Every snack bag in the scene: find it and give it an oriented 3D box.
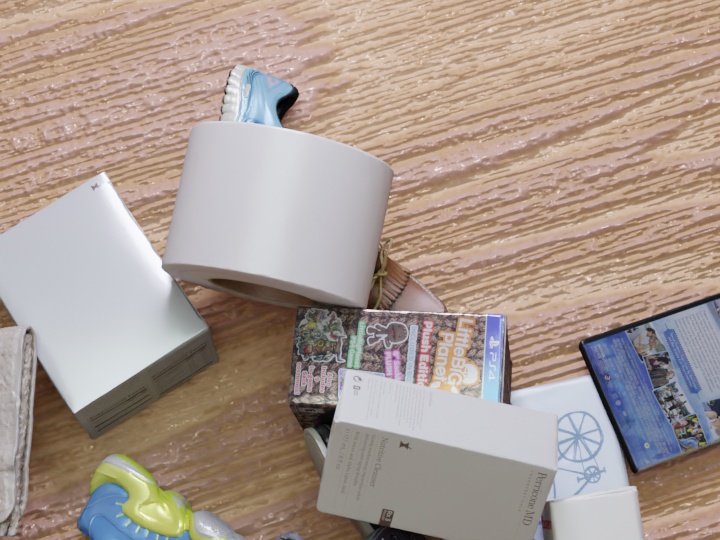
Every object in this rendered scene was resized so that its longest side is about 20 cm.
[{"bbox_3d":[0.165,0.209,1.711,0.199,0.021,0.189,-10,70,1],"label":"snack bag"}]

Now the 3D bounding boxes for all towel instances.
[{"bbox_3d":[-0.374,0.154,1.654,0.132,0.034,0.201,-4,77,23],"label":"towel"}]

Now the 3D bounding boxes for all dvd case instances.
[{"bbox_3d":[0.334,0.105,1.732,0.199,0.018,0.143,-18,71,-12],"label":"dvd case"}]

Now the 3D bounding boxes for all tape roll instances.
[{"bbox_3d":[-0.078,-0.046,1.646,0.202,0.203,0.140,10,82,5],"label":"tape roll"}]

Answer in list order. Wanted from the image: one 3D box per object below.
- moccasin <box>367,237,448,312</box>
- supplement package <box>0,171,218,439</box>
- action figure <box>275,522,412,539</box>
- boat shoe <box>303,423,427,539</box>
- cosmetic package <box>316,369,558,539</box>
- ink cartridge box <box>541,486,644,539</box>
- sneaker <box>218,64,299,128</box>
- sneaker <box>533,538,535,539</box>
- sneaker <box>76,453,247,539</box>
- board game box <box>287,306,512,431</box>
[{"bbox_3d":[0.001,-0.001,1.756,0.201,0.078,0.074,40,75,13],"label":"moccasin"},{"bbox_3d":[-0.262,0.036,1.731,0.155,0.111,0.200,-32,73,-10],"label":"supplement package"},{"bbox_3d":[-0.022,0.291,1.619,0.130,0.200,0.069,52,40,-8],"label":"action figure"},{"bbox_3d":[0.015,0.223,1.655,0.060,0.074,0.200,-33,99,-11],"label":"boat shoe"},{"bbox_3d":[0.069,0.172,1.549,0.199,0.113,0.081,12,34,1],"label":"cosmetic package"},{"bbox_3d":[0.221,0.304,1.594,0.084,0.146,0.201,-8,82,0],"label":"ink cartridge box"},{"bbox_3d":[-0.107,-0.118,1.800,0.090,0.078,0.201,8,72,1],"label":"sneaker"},{"bbox_3d":[0.143,0.342,1.637,0.078,0.089,0.201,0,91,-10],"label":"sneaker"},{"bbox_3d":[-0.190,0.268,1.678,0.200,0.076,0.105,33,86,20],"label":"sneaker"},{"bbox_3d":[0.043,0.107,1.663,0.199,0.160,0.097,2,71,8],"label":"board game box"}]
